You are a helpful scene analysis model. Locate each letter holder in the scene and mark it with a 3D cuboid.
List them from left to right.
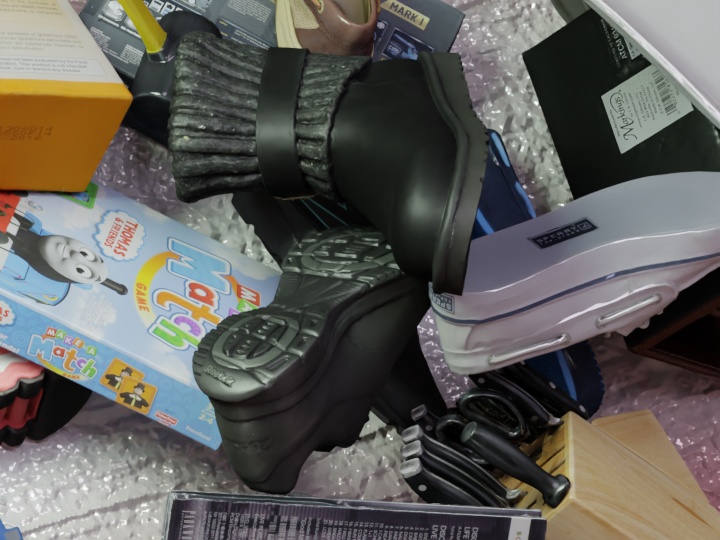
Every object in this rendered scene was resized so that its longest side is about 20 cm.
[{"bbox_3d":[0.198,-0.049,1.701,0.142,0.100,0.201,20,45,-50],"label":"letter holder"}]

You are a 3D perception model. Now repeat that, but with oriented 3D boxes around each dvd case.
[{"bbox_3d":[-0.011,0.188,1.510,0.199,0.149,0.016,5,14,-17],"label":"dvd case"}]

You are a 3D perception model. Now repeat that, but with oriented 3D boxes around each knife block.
[{"bbox_3d":[0.114,0.138,1.573,0.175,0.064,0.200,-8,61,-53],"label":"knife block"}]

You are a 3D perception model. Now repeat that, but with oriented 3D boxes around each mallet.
[{"bbox_3d":[-0.127,-0.164,1.588,0.041,0.200,0.066,-1,45,27],"label":"mallet"}]

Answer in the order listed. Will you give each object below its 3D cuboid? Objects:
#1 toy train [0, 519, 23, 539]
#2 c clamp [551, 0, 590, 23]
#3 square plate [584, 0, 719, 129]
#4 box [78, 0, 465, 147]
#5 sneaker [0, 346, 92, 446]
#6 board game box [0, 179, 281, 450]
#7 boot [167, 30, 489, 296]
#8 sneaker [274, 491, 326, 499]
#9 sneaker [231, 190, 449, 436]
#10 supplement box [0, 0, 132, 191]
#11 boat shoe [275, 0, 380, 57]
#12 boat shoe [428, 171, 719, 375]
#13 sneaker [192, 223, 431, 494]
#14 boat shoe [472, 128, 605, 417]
[{"bbox_3d":[-0.165,0.194,1.499,0.046,0.034,0.201,-18,68,-31],"label":"toy train"},{"bbox_3d":[0.178,-0.172,1.748,0.199,0.171,0.027,23,57,14],"label":"c clamp"},{"bbox_3d":[0.205,-0.173,1.665,0.198,0.028,0.200,43,55,10],"label":"square plate"},{"bbox_3d":[-0.058,-0.129,1.719,0.199,0.051,0.158,27,56,-2],"label":"box"},{"bbox_3d":[-0.241,0.054,1.544,0.199,0.074,0.087,-9,53,-32],"label":"sneaker"},{"bbox_3d":[-0.147,0.004,1.577,0.199,0.037,0.151,27,27,-6],"label":"board game box"},{"bbox_3d":[-0.021,-0.055,1.524,0.157,0.080,0.211,4,25,-7],"label":"boot"},{"bbox_3d":[0.028,0.171,1.551,0.199,0.082,0.075,18,56,-9],"label":"sneaker"},{"bbox_3d":[0.000,0.000,1.621,0.079,0.075,0.201,-32,88,4],"label":"sneaker"},{"bbox_3d":[-0.228,-0.133,1.602,0.126,0.074,0.200,-1,44,-41],"label":"supplement box"},{"bbox_3d":[-0.024,-0.201,1.699,0.072,0.072,0.201,2,57,-19],"label":"boat shoe"},{"bbox_3d":[0.129,0.002,1.565,0.199,0.066,0.074,-15,31,-13],"label":"boat shoe"},{"bbox_3d":[-0.016,0.042,1.537,0.076,0.091,0.200,11,34,35],"label":"sneaker"},{"bbox_3d":[0.096,-0.007,1.684,0.068,0.084,0.201,-13,68,-29],"label":"boat shoe"}]
